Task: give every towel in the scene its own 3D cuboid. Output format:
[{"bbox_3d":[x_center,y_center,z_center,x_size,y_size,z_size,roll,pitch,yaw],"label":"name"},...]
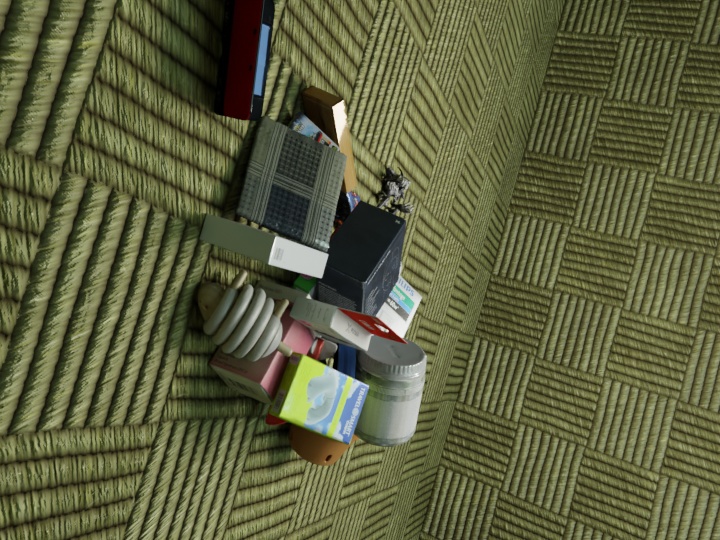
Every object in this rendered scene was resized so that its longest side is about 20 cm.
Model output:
[{"bbox_3d":[-0.122,-0.157,1.121,0.189,0.034,0.205,21,70,-24],"label":"towel"}]

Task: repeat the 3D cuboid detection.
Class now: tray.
[{"bbox_3d":[-0.063,-0.264,1.256,0.037,0.098,0.203,-36,139,-27],"label":"tray"}]

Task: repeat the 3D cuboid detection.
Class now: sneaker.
[{"bbox_3d":[-0.038,-0.158,1.432,0.201,0.073,0.080,72,30,-64],"label":"sneaker"}]

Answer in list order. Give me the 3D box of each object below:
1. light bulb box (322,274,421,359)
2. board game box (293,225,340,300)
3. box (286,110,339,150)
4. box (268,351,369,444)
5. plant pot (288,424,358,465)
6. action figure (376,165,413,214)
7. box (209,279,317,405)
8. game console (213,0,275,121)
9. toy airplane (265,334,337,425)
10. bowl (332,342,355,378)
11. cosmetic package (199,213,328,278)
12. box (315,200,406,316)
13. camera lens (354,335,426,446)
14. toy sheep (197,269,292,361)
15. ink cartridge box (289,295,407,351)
[{"bbox_3d":[0.018,0.120,1.513,0.124,0.197,0.202,41,59,-20],"label":"light bulb box"},{"bbox_3d":[-0.089,0.019,1.386,0.201,0.040,0.155,-55,166,-39],"label":"board game box"},{"bbox_3d":[-0.128,-0.190,1.160,0.109,0.034,0.203,38,61,-20],"label":"box"},{"bbox_3d":[-0.068,0.250,1.180,0.198,0.047,0.124,30,74,-32],"label":"box"},{"bbox_3d":[-0.088,0.368,1.485,0.199,0.198,0.142,-13,134,-63],"label":"plant pot"},{"bbox_3d":[0.094,-0.198,1.654,0.202,0.100,0.120,-59,140,-30],"label":"action figure"},{"bbox_3d":[-0.179,0.140,1.198,0.203,0.125,0.110,-63,152,-27],"label":"box"},{"bbox_3d":[-0.160,-0.340,0.976,0.171,0.116,0.205,-14,117,-63],"label":"game console"},{"bbox_3d":[-0.110,0.235,1.304,0.200,0.141,0.200,-46,175,-39],"label":"toy airplane"},{"bbox_3d":[-0.042,0.246,1.345,0.201,0.038,0.206,-173,-90,-85],"label":"bowl"},{"bbox_3d":[-0.166,-0.041,1.095,0.199,0.148,0.053,18,88,-67],"label":"cosmetic package"},{"bbox_3d":[0.000,0.000,1.327,0.201,0.122,0.199,-55,162,-37],"label":"box"},{"bbox_3d":[0.055,0.263,1.336,0.159,0.157,0.205,-27,130,-59],"label":"camera lens"},{"bbox_3d":[-0.199,0.089,1.081,0.139,0.198,0.138,-53,-169,15],"label":"toy sheep"},{"bbox_3d":[-0.017,0.114,1.174,0.200,0.170,0.044,44,64,-61],"label":"ink cartridge box"}]
